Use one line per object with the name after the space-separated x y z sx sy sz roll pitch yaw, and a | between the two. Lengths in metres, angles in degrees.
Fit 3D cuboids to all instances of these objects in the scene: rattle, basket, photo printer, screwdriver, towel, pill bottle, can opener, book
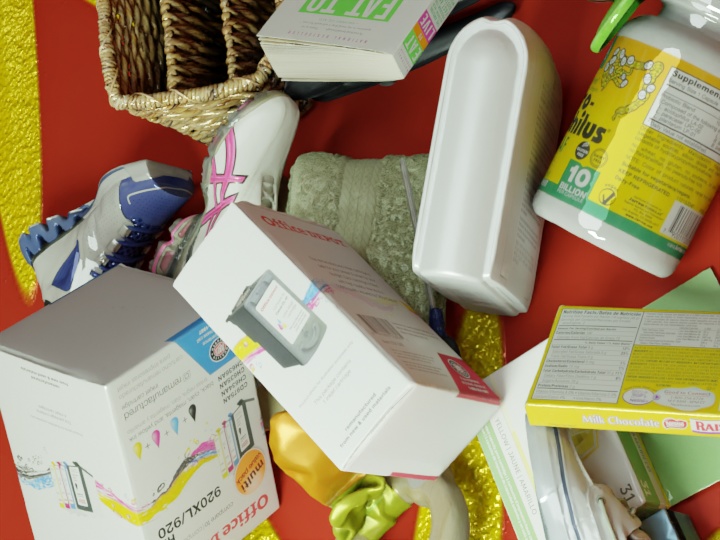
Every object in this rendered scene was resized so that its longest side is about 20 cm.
0.004 0.209 1.190 0.130 0.143 0.200 -13 47 23 | rattle
-0.126 -0.224 1.422 0.143 0.149 0.200 -20 66 31 | basket
0.096 -0.078 1.211 0.069 0.166 0.200 8 83 17 | photo printer
0.055 0.012 1.253 0.029 0.028 0.200 -8 85 16 | screwdriver
0.000 0.000 1.311 0.148 0.036 0.200 2 71 20 | towel
0.211 -0.107 1.165 0.113 0.113 0.200 31 97 37 | pill bottle
0.033 -0.182 1.353 0.200 0.063 0.079 -18 40 21 | can opener
0.027 -0.231 1.328 0.133 0.048 0.200 9 54 37 | book

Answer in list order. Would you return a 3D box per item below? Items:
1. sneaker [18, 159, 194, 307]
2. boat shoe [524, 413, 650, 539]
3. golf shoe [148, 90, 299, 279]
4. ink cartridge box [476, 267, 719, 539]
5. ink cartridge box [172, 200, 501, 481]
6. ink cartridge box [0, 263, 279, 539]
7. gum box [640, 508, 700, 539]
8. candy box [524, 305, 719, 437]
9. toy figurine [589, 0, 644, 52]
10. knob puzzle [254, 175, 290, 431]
-0.218 -0.009 1.482 0.199 0.080 0.115 -30 65 34 | sneaker
0.158 0.182 1.107 0.067 0.074 0.200 -13 64 3 | boat shoe
-0.092 -0.049 1.364 0.092 0.073 0.200 38 110 31 | golf shoe
0.181 0.103 1.173 0.200 0.048 0.146 -36 59 26 | ink cartridge box
-0.015 0.051 1.192 0.200 0.148 0.086 44 104 29 | ink cartridge box
-0.174 0.125 1.309 0.145 0.147 0.200 14 125 38 | ink cartridge box
0.168 0.285 1.134 0.200 0.045 0.170 -36 58 23 | gum box
0.217 0.067 1.109 0.200 0.026 0.102 2 38 24 | candy box
0.155 -0.282 1.175 0.184 0.150 0.200 38 81 5 | toy figurine
-0.097 0.049 1.400 0.219 0.030 0.220 -10 72 33 | knob puzzle
